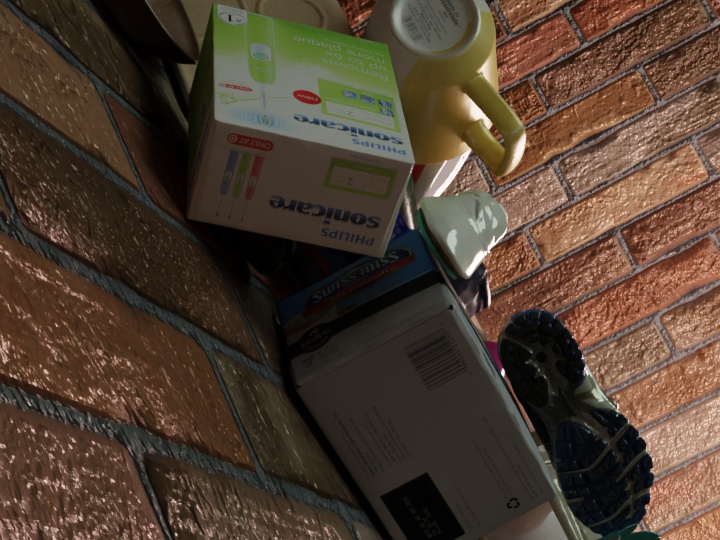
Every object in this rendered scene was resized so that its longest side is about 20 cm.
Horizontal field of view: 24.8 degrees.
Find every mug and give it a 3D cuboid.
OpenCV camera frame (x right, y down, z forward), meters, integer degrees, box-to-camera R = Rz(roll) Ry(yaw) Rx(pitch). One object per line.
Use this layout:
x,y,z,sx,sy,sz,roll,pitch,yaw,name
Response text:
0.079,-0.191,1.513,0.153,0.186,0.150,97,11,-69,mug

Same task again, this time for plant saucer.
-0.189,-0.243,1.287,0.201,0.037,0.200,60,6,-11,plant saucer

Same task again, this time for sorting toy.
-0.084,-0.189,1.433,0.037,0.199,0.185,-64,-142,40,sorting toy

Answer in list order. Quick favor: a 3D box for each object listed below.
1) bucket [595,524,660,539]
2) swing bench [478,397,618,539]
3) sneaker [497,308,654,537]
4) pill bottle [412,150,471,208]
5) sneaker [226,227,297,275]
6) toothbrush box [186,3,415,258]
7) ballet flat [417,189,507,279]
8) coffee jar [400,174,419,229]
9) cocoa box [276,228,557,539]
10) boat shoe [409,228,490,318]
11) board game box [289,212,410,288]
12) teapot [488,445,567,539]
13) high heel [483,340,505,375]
0.183,0.311,1.267,0.207,0.134,0.208,42,35,-41,bucket
0.173,0.250,1.486,0.130,0.199,0.199,93,-22,-58,swing bench
0.170,0.116,1.301,0.085,0.077,0.201,-124,-172,-82,sneaker
0.011,-0.159,1.641,0.200,0.116,0.116,35,2,10,pill bottle
-0.070,-0.067,1.276,0.078,0.085,0.200,59,8,-27,sneaker
-0.049,-0.107,1.209,0.200,0.145,0.086,-97,-158,-57,toothbrush box
0.081,-0.034,1.251,0.070,0.069,0.200,62,4,1,ballet flat
0.017,-0.021,1.540,0.104,0.085,0.201,-85,167,-55,coffee jar
0.042,0.098,1.255,0.200,0.133,0.131,59,6,-28,cocoa box
0.054,-0.014,1.459,0.075,0.093,0.200,35,-23,41,boat shoe
0.000,0.000,1.384,0.200,0.045,0.152,24,-30,58,board game box
0.186,0.245,1.727,0.198,0.146,0.200,58,7,-33,teapot
0.100,0.096,1.524,0.067,0.096,0.200,34,37,9,high heel
